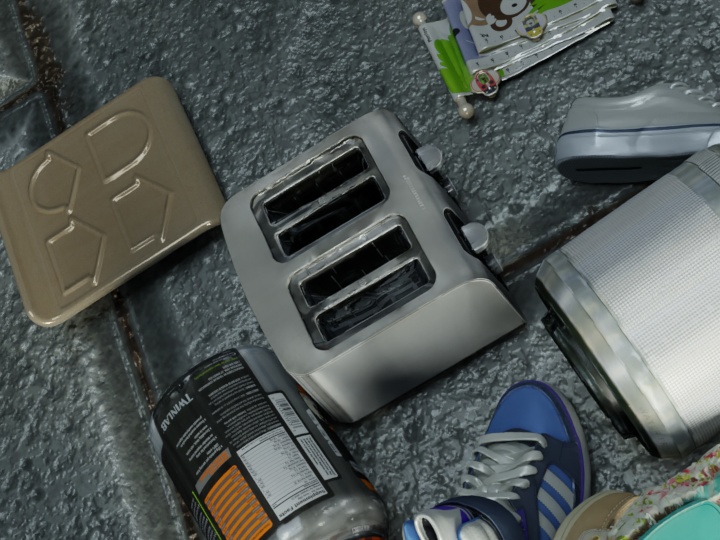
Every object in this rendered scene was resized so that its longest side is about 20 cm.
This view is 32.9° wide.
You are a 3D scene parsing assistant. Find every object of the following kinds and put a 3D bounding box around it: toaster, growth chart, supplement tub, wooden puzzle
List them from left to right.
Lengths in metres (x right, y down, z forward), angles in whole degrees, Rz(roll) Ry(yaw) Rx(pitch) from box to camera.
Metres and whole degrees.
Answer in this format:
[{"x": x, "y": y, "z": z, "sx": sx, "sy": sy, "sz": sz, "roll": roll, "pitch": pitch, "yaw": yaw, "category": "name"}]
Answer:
[{"x": -0.230, "y": -0.061, "z": 1.115, "sx": 0.199, "sy": 0.046, "sz": 0.186, "roll": -29, "pitch": 59, "yaw": 3, "category": "wooden puzzle"}, {"x": -0.061, "y": 0.163, "z": 0.890, "sx": 0.122, "sy": 0.123, "sz": 0.200, "roll": -39, "pitch": 58, "yaw": 2, "category": "supplement tub"}, {"x": 0.000, "y": 0.000, "z": 0.940, "sx": 0.199, "sy": 0.119, "sz": 0.181, "roll": -30, "pitch": 58, "yaw": 6, "category": "toaster"}, {"x": 0.141, "y": -0.231, "z": 1.050, "sx": 0.199, "sy": 0.018, "sz": 0.145, "roll": -32, "pitch": 58, "yaw": 5, "category": "growth chart"}]

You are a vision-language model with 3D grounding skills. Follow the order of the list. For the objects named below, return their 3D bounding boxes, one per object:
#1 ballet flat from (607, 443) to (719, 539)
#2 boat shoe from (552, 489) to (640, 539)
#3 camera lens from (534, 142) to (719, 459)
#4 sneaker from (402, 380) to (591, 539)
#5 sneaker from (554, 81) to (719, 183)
[{"x": 0.211, "y": 0.146, "z": 0.746, "sx": 0.199, "sy": 0.076, "sz": 0.064, "roll": -24, "pitch": 18, "yaw": -22, "category": "ballet flat"}, {"x": 0.151, "y": 0.206, "z": 0.759, "sx": 0.069, "sy": 0.074, "sz": 0.200, "roll": -17, "pitch": 18, "yaw": 40, "category": "boat shoe"}, {"x": 0.229, "y": 0.015, "z": 0.813, "sx": 0.199, "sy": 0.160, "sz": 0.160, "roll": -35, "pitch": 58, "yaw": 5, "category": "camera lens"}, {"x": 0.089, "y": 0.153, "z": 0.811, "sx": 0.080, "sy": 0.146, "sz": 0.201, "roll": -6, "pitch": 66, "yaw": 33, "category": "sneaker"}, {"x": 0.243, "y": -0.108, "z": 0.916, "sx": 0.199, "sy": 0.073, "sz": 0.071, "roll": 4, "pitch": 71, "yaw": 25, "category": "sneaker"}]
